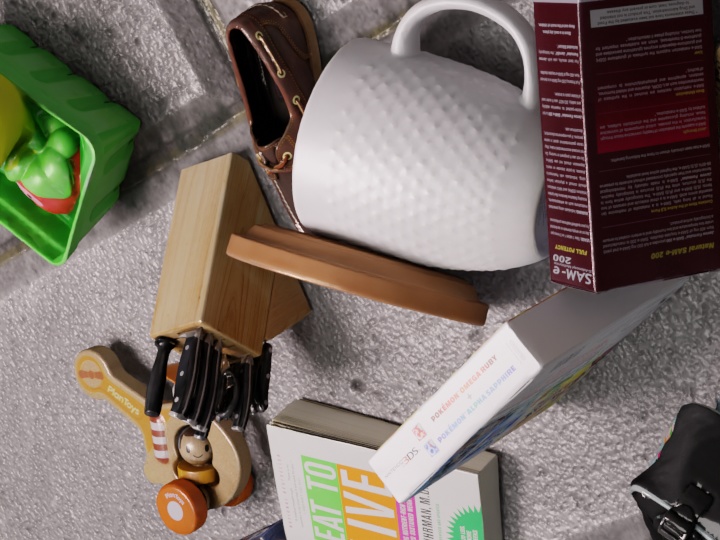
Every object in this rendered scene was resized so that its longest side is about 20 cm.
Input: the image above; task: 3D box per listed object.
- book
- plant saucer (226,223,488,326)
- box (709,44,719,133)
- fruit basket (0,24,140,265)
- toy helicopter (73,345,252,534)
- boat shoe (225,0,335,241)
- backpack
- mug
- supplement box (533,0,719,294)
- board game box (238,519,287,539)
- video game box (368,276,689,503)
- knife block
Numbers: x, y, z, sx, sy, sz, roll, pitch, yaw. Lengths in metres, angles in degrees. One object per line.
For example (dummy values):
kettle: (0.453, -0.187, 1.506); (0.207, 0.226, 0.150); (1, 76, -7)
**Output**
book: (0.024, 0.192, 1.728); (0.199, 0.048, 0.134); (11, 121, 31)
plant saucer: (0.000, 0.000, 1.562); (0.199, 0.200, 0.033); (17, 93, 30)
box: (0.307, -0.112, 1.341); (0.164, 0.021, 0.200); (54, 144, 13)
fruit basket: (-0.307, -0.108, 1.731); (0.215, 0.215, 0.156); (36, 128, 18)
toy helicopter: (-0.172, 0.123, 1.822); (0.200, 0.079, 0.133); (35, 127, 24)
boat shoe: (-0.058, -0.108, 1.629); (0.070, 0.070, 0.201); (-7, 107, 38)
backpack: (0.279, 0.170, 1.427); (0.177, 0.151, 0.200); (33, 165, 20)
mug: (0.066, -0.098, 1.493); (0.175, 0.148, 0.201); (17, 111, 22)
supplement box: (0.179, -0.093, 1.400); (0.061, 0.108, 0.201); (14, 111, 62)
board game box: (-0.069, 0.332, 1.866); (0.135, 0.035, 0.201); (-30, 91, 42)
video game box: (0.120, 0.068, 1.489); (0.047, 0.200, 0.182); (50, 131, 12)
knife block: (-0.127, 0.028, 1.673); (0.064, 0.175, 0.201); (-15, 101, 40)
